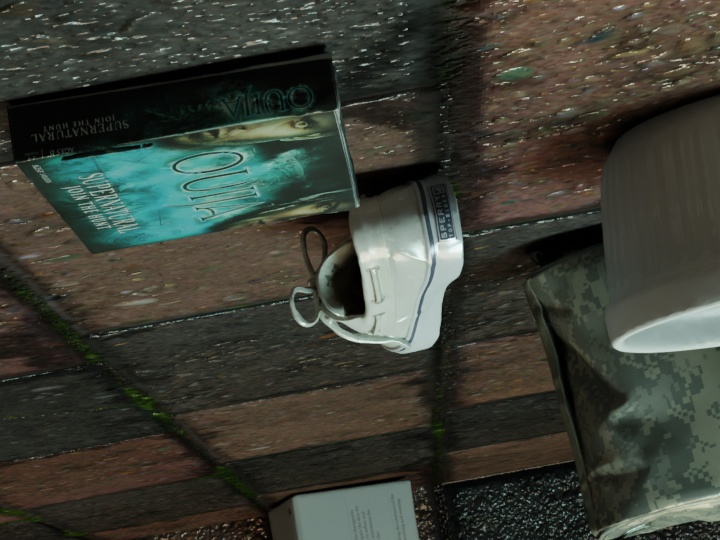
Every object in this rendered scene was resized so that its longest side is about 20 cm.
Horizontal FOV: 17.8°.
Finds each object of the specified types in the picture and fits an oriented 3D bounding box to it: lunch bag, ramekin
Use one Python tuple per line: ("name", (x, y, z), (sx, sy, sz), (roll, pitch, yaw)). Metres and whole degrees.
("lunch bag", (0.204, 0.066, 1.461), (0.166, 0.202, 0.139), (-13, 168, -5))
("ramekin", (0.216, -0.029, 1.186), (0.198, 0.106, 0.200), (-10, 170, -2))

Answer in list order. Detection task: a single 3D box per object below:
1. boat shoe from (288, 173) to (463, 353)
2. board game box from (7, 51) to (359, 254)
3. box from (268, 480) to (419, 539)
("boat shoe", (0.001, 0.004, 1.249), (0.085, 0.075, 0.202), (-9, 168, -8))
("board game box", (-0.070, -0.048, 1.010), (0.134, 0.028, 0.200), (-10, 170, 1))
("box", (-0.017, 0.404, 3.137), (0.170, 0.201, 0.200), (-7, 170, -15))
